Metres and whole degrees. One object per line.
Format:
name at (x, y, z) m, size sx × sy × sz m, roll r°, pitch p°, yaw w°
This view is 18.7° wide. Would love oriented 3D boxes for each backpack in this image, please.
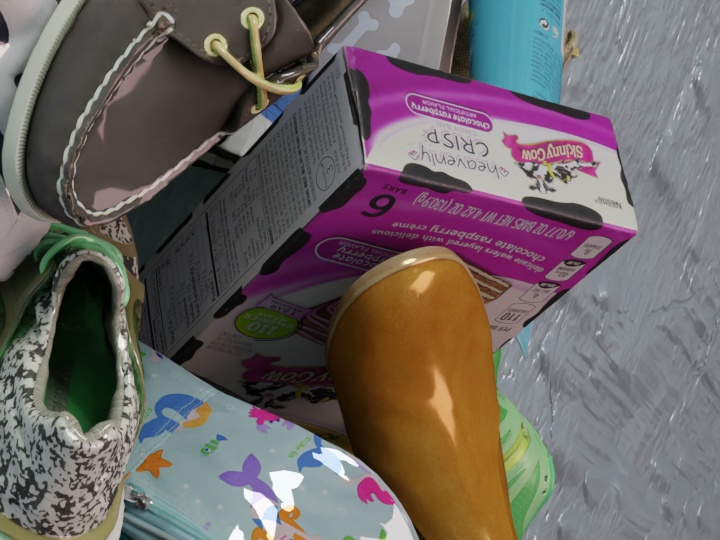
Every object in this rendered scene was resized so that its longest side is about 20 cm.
backpack at (-0.075, 0.127, 0.859) m, size 0.151 × 0.199 × 0.179 m, roll -53°, pitch 153°, yaw -40°

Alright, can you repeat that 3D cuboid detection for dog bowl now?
dog bowl at (0.012, -0.094, 1.024) m, size 0.200 × 0.058 × 0.202 m, roll 9°, pitch 90°, yaw -87°

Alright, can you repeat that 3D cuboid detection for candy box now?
candy box at (0.000, 0.000, 0.913) m, size 0.200 × 0.135 × 0.061 m, roll -43°, pitch -134°, yaw 44°

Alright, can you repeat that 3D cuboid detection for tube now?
tube at (0.074, -0.064, 1.041) m, size 0.078 × 0.050 × 0.201 m, roll 58°, pitch 29°, yaw -50°

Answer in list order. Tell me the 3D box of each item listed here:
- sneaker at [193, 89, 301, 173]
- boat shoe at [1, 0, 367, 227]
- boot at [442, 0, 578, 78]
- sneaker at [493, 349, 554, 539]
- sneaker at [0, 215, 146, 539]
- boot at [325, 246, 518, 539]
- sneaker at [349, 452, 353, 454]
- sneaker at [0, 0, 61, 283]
sneaker at (-0.069, -0.097, 0.889) m, size 0.200 × 0.078 × 0.090 m, roll 38°, pitch 64°, yaw -77°
boat shoe at (-0.037, -0.091, 0.716) m, size 0.202 × 0.060 × 0.072 m, roll -53°, pitch 143°, yaw -13°
boot at (0.078, -0.080, 1.221) m, size 0.200 × 0.073 × 0.156 m, roll -14°, pitch 133°, yaw -59°
sneaker at (0.049, 0.081, 1.052) m, size 0.083 × 0.074 × 0.201 m, roll -21°, pitch 132°, yaw -27°
sneaker at (-0.099, 0.014, 0.771) m, size 0.089 × 0.076 × 0.201 m, roll -55°, pitch -149°, yaw 40°
boot at (0.044, 0.096, 0.871) m, size 0.070 × 0.145 × 0.202 m, roll -19°, pitch 147°, yaw -10°
sneaker at (-0.018, 0.102, 1.136) m, size 0.200 × 0.073 × 0.084 m, roll -14°, pitch 115°, yaw -66°
sneaker at (-0.144, -0.084, 0.702) m, size 0.129 × 0.079 × 0.200 m, roll 5°, pitch 117°, yaw -54°
